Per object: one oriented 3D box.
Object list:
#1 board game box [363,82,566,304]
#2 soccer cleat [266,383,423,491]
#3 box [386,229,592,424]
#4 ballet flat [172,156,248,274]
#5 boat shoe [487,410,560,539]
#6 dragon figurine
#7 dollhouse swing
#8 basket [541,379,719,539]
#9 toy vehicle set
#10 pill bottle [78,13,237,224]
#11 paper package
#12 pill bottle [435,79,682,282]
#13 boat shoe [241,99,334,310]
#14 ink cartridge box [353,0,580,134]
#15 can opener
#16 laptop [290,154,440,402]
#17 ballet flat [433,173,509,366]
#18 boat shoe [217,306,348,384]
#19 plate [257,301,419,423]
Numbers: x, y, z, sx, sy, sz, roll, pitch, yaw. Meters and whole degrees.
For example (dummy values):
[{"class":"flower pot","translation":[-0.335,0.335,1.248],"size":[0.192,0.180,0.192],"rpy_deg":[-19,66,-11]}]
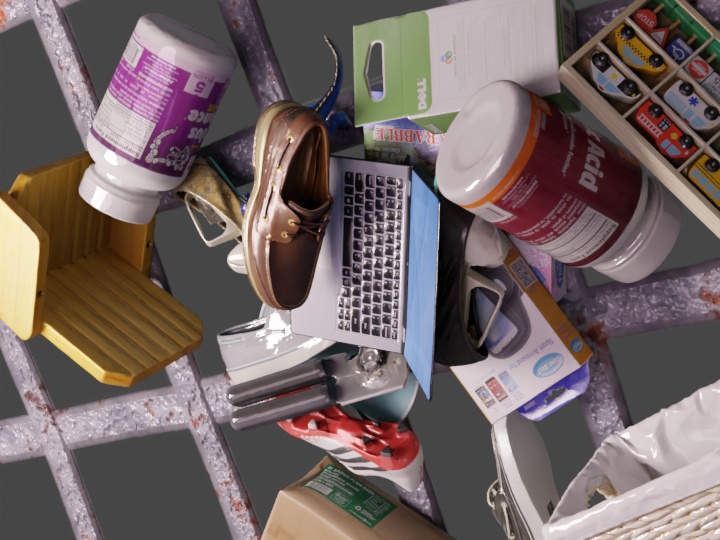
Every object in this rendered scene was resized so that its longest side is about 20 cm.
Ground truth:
[{"class":"board game box","translation":[0.100,-0.076,1.360],"size":[0.200,0.041,0.200],"rpy_deg":[6,110,28]},{"class":"soccer cleat","translation":[-0.017,0.172,1.475],"size":[0.200,0.069,0.085],"rpy_deg":[19,146,33]},{"class":"box","translation":[0.128,0.053,1.341],"size":[0.119,0.041,0.200],"rpy_deg":[-39,84,34]},{"class":"ballet flat","translation":[-0.126,-0.037,1.476],"size":[0.200,0.071,0.071],"rpy_deg":[46,124,22]},{"class":"boat shoe","translation":[0.161,0.234,1.415],"size":[0.064,0.071,0.200],"rpy_deg":[-13,102,32]},{"class":"dragon figurine","translation":[-0.060,-0.127,1.402],"size":[0.059,0.099,0.200],"rpy_deg":[31,120,18]},{"class":"dollhouse swing","translation":[-0.264,-0.007,1.505],"size":[0.176,0.200,0.182],"rpy_deg":[23,117,23]},{"class":"basket","translation":[0.306,0.213,1.248],"size":[0.200,0.198,0.161],"rpy_deg":[-34,92,34]},{"class":"toy vehicle set","translation":[0.280,-0.137,1.190],"size":[0.200,0.124,0.027],"rpy_deg":[46,166,9]},{"class":"pill bottle","translation":[-0.214,-0.153,1.454],"size":[0.112,0.112,0.200],"rpy_deg":[32,107,18]},{"class":"paper package","translation":[-0.008,0.336,1.533],"size":[0.200,0.103,0.191],"rpy_deg":[31,118,19]},{"class":"pill bottle","translation":[0.175,-0.072,1.221],"size":[0.200,0.114,0.114],"rpy_deg":[26,128,-26]},{"class":"boat shoe","translation":[-0.063,-0.055,1.310],"size":[0.068,0.072,0.200],"rpy_deg":[25,116,52]},{"class":"ink cartridge box","translation":[0.095,-0.185,1.280],"size":[0.200,0.059,0.104],"rpy_deg":[-7,77,25]},{"class":"can opener","translation":[-0.037,0.120,1.440],"size":[0.200,0.067,0.053],"rpy_deg":[-18,71,18]},{"class":"laptop","translation":[0.000,0.000,1.305],"size":[0.200,0.116,0.187],"rpy_deg":[9,108,24]},{"class":"ballet flat","translation":[0.100,-0.003,1.282],"size":[0.068,0.068,0.200],"rpy_deg":[10,119,16]},{"class":"boat shoe","translation":[-0.076,0.060,1.465],"size":[0.201,0.070,0.072],"rpy_deg":[-24,97,37]},{"class":"plate","translation":[-0.020,0.085,1.499],"size":[0.200,0.026,0.200],"rpy_deg":[11,113,28]}]
